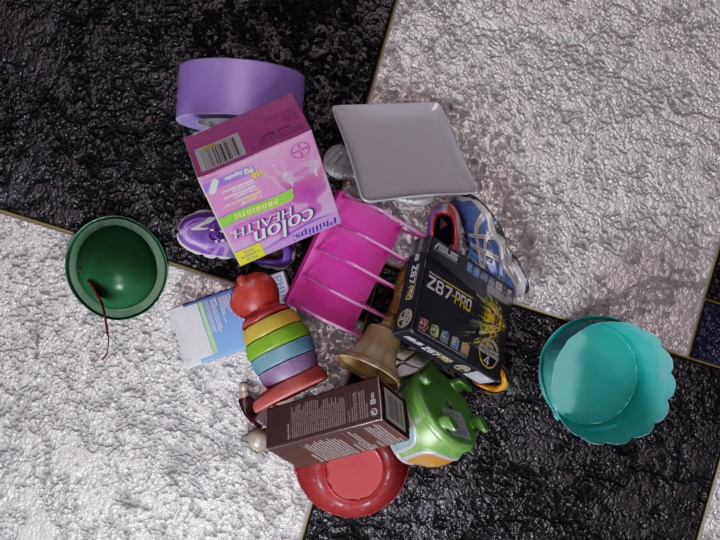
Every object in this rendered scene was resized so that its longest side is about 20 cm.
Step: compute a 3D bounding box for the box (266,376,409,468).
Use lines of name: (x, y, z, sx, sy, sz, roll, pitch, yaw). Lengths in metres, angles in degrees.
box: (-0.035, 0.233, 1.343, 0.198, 0.100, 0.076, -20, 54, 20)

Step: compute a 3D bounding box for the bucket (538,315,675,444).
bucket: (0.390, 0.174, 1.446, 0.205, 0.135, 0.210, 0, 90, -3)

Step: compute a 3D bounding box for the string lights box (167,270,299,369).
string lights box: (-0.203, 0.080, 1.459, 0.198, 0.059, 0.104, -18, 91, -2)

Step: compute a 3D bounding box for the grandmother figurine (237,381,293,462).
grandmother figurine: (-0.147, 0.218, 1.463, 0.120, 0.061, 0.202, 20, 86, 7)

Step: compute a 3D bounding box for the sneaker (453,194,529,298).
sneaker: (0.203, -0.037, 1.469, 0.077, 0.076, 0.201, -28, 86, 0)

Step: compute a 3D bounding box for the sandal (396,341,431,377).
sandal: (0.097, 0.102, 1.410, 0.200, 0.057, 0.080, -38, 85, -21)

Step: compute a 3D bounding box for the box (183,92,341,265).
box: (-0.142, -0.132, 1.328, 0.174, 0.201, 0.097, -23, 51, -5)

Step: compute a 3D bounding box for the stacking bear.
stacking bear: (-0.139, 0.098, 1.382, 0.113, 0.121, 0.202, -30, 81, 29)

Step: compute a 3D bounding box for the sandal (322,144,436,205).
sandal: (0.036, -0.161, 1.479, 0.201, 0.050, 0.083, 22, 74, 11)

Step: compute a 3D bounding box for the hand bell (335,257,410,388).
hand bell: (0.050, 0.065, 1.344, 0.103, 0.104, 0.201, 26, 71, -2)

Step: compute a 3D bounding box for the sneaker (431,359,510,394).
sneaker: (0.164, 0.143, 1.466, 0.198, 0.077, 0.079, 25, 90, -1)

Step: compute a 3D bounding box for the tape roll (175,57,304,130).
tape roll: (-0.188, -0.268, 1.392, 0.198, 0.200, 0.086, 4, 89, -2)

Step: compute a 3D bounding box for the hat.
hat: (-0.394, 0.005, 1.392, 0.166, 0.176, 0.200, -43, 91, -2)

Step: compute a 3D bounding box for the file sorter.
file sorter: (0.000, 0.000, 1.411, 0.138, 0.125, 0.202, 27, 88, -33)

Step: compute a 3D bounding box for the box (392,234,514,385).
box: (0.146, 0.063, 1.357, 0.199, 0.049, 0.163, 31, 59, -31)

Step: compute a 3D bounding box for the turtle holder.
turtle holder: (0.097, 0.224, 1.409, 0.132, 0.141, 0.186, -42, 77, 26)

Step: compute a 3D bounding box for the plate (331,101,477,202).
plate: (0.067, -0.188, 1.429, 0.198, 0.032, 0.201, -6, 57, -20)

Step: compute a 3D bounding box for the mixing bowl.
mixing bowl: (-0.013, 0.314, 1.443, 0.198, 0.108, 0.203, 0, 89, -2)

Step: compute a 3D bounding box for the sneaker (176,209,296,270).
sneaker: (-0.202, -0.053, 1.449, 0.198, 0.083, 0.082, 11, 89, -1)

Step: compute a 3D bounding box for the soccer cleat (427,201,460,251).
soccer cleat: (0.135, -0.011, 1.452, 0.066, 0.076, 0.202, 2, 101, 10)
